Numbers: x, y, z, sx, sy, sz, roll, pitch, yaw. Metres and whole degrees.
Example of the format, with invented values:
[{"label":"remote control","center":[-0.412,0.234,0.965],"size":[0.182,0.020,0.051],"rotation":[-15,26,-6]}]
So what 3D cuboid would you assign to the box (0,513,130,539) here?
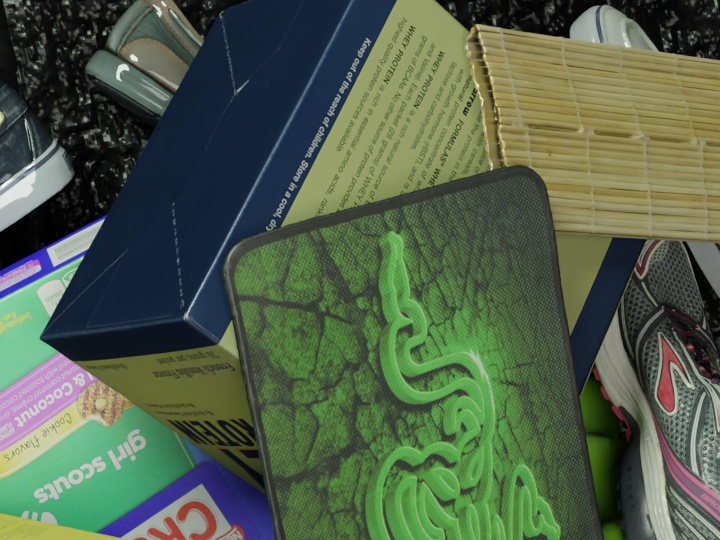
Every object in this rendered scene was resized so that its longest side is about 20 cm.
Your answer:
[{"label":"box","center":[-0.118,0.159,0.820],"size":[0.050,0.200,0.075],"rotation":[-22,111,-47]}]

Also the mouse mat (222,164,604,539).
[{"label":"mouse mat","center":[0.029,0.066,0.791],"size":[0.161,0.008,0.200],"rotation":[-17,103,-28]}]

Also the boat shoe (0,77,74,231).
[{"label":"boat shoe","center":[-0.248,-0.029,0.928],"size":[0.200,0.071,0.091],"rotation":[-38,105,-13]}]

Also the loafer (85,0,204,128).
[{"label":"loafer","center":[-0.045,-0.073,0.972],"size":[0.200,0.072,0.063],"rotation":[33,84,-15]}]

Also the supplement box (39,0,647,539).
[{"label":"supplement box","center":[0.000,0.000,0.869],"size":[0.200,0.134,0.200],"rotation":[38,65,-27]}]

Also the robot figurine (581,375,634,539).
[{"label":"robot figurine","center":[0.092,0.154,1.002],"size":[0.116,0.175,0.200],"rotation":[17,76,-51]}]

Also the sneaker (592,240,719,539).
[{"label":"sneaker","center":[0.173,0.065,0.946],"size":[0.081,0.075,0.200],"rotation":[18,52,-37]}]

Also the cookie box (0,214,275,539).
[{"label":"cookie box","center":[-0.144,0.098,0.937],"size":[0.171,0.075,0.200],"rotation":[-29,106,-7]}]

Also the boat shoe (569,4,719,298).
[{"label":"boat shoe","center":[0.196,-0.070,0.998],"size":[0.086,0.075,0.202],"rotation":[-34,83,32]}]

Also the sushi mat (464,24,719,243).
[{"label":"sushi mat","center":[0.130,-0.061,0.883],"size":[0.200,0.012,0.096],"rotation":[2,75,-42]}]
